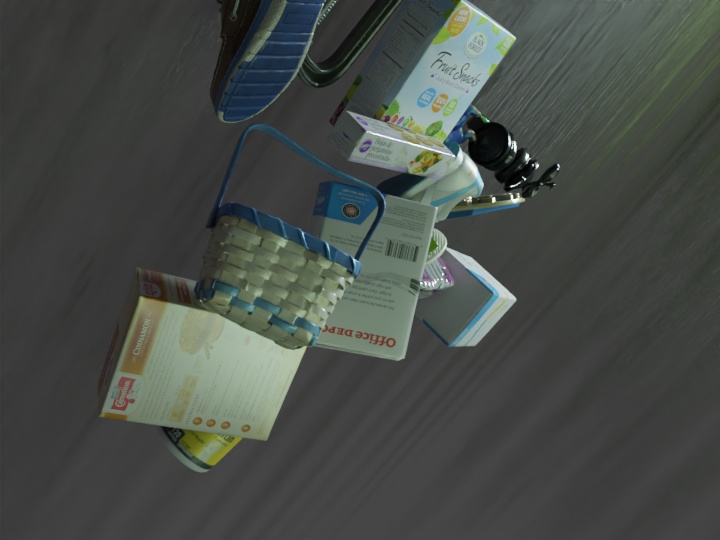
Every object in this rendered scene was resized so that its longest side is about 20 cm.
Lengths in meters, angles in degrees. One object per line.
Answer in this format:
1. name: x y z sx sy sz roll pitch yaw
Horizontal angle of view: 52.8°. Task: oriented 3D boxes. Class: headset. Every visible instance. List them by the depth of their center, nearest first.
1. headset: 0.227 -0.174 1.082 0.094 0.201 0.123 -40 126 22

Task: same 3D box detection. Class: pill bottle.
1. pill bottle: -0.196 0.191 1.071 0.200 0.112 0.112 -45 158 -3

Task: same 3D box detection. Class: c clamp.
1. c clamp: -0.010 -0.274 0.712 0.200 0.027 0.171 -53 162 13

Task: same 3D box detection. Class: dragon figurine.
1. dragon figurine: 0.113 -0.196 1.019 0.099 0.059 0.200 -39 157 -16

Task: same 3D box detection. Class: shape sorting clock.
1. shape sorting clock: 0.157 -0.105 1.138 0.198 0.040 0.200 -10 -176 1

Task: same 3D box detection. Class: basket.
1. basket: -0.081 -0.032 0.760 0.201 0.176 0.139 -64 -163 -10

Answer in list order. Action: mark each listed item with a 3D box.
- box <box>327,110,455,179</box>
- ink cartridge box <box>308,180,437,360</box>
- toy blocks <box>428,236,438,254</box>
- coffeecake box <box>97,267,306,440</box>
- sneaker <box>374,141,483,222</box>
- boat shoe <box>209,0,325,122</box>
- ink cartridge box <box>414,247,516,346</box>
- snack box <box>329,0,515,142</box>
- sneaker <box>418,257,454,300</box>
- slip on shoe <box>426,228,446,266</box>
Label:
1. box: 0.042 -0.141 0.839 0.199 0.041 0.039 1 130 -54
2. ink cartridge box: 0.000 0.000 0.928 0.084 0.145 0.202 -160 -97 -74
3. toy blocks: 0.013 -0.002 1.101 0.200 0.100 0.137 -39 -170 1
4. coffeecake box: -0.179 0.100 0.828 0.199 0.073 0.154 15 110 -27
5. sneaker: 0.077 -0.096 1.018 0.199 0.081 0.077 -27 -146 32
6. boat shoe: -0.080 -0.218 0.611 0.072 0.072 0.200 -15 148 -53
7. ink cartridge box: 0.210 0.060 1.527 0.146 0.147 0.200 -51 157 12
8. snack box: 0.078 -0.232 0.879 0.168 0.068 0.201 -3 133 -57
9. sneaker: 0.099 0.020 1.364 0.088 0.081 0.200 -34 160 24
10. slip on shoe: 0.061 -0.009 1.244 0.199 0.074 0.061 -34 163 -14
